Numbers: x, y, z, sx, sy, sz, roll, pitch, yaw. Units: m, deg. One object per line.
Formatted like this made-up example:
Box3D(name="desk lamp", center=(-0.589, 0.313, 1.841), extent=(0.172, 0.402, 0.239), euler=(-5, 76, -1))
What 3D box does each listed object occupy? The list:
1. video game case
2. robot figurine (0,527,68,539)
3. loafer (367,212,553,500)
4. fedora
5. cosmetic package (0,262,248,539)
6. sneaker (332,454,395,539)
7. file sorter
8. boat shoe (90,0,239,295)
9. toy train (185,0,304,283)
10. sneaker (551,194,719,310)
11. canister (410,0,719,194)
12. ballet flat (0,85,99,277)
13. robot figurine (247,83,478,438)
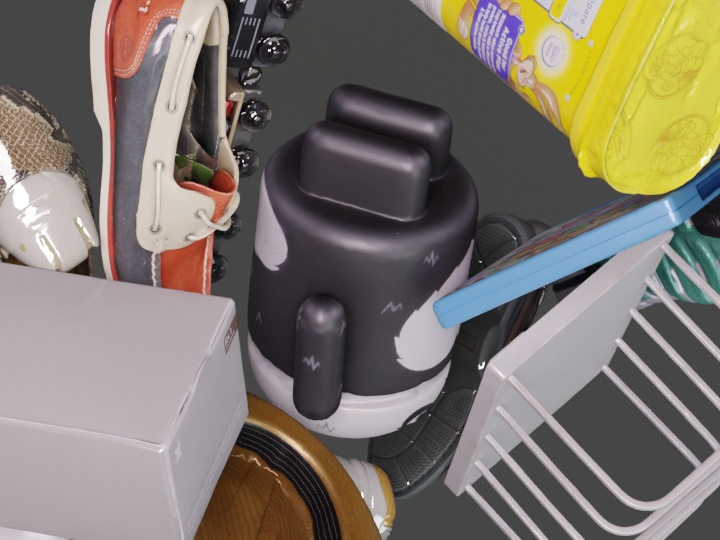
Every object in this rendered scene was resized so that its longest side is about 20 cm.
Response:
Box3D(name="video game case", center=(0.133, -0.022, 1.201), extent=(0.142, 0.018, 0.200), euler=(-25, -179, 24))
Box3D(name="robot figurine", center=(-0.157, 0.147, 1.214), extent=(0.170, 0.113, 0.199), euler=(-44, 141, 15))
Box3D(name="loafer", center=(0.072, 0.058, 1.375), extent=(0.063, 0.072, 0.201), euler=(3, 120, -49))
Box3D(name="fedora", center=(-0.079, 0.151, 1.131), extent=(0.199, 0.202, 0.082), euler=(0, 142, -40))
Box3D(name="cosmetic package", center=(-0.163, 0.061, 1.058), extent=(0.107, 0.198, 0.091), euler=(-64, 161, -44))
Box3D(name="sneaker", center=(-0.062, 0.191, 1.342), extent=(0.087, 0.076, 0.201), euler=(20, 109, -27))
Box3D(name="file sorter", center=(0.150, 0.094, 1.291), extent=(0.138, 0.125, 0.200), euler=(-38, 165, -20))
Box3D(name="boat shoe", center=(-0.092, -0.050, 1.106), extent=(0.071, 0.062, 0.202), euler=(-48, 141, -55))
Box3D(name="toy train", center=(-0.076, -0.072, 1.159), extent=(0.045, 0.034, 0.201), euler=(2, 122, -27))
Box3D(name="sneaker", center=(0.204, -0.021, 1.360), extent=(0.087, 0.199, 0.075), euler=(-26, 96, -35))
Box3D(name="canister", center=(0.113, -0.155, 1.121), extent=(0.086, 0.200, 0.149), euler=(1, 123, -41))
Box3D(name="ballet flat", center=(-0.158, -0.001, 1.117), extent=(0.067, 0.075, 0.201), euler=(-24, 136, -21))
Box3D(name="robot figurine", center=(0.002, 0.000, 1.216), extent=(0.149, 0.125, 0.201), euler=(-17, 132, -30))
